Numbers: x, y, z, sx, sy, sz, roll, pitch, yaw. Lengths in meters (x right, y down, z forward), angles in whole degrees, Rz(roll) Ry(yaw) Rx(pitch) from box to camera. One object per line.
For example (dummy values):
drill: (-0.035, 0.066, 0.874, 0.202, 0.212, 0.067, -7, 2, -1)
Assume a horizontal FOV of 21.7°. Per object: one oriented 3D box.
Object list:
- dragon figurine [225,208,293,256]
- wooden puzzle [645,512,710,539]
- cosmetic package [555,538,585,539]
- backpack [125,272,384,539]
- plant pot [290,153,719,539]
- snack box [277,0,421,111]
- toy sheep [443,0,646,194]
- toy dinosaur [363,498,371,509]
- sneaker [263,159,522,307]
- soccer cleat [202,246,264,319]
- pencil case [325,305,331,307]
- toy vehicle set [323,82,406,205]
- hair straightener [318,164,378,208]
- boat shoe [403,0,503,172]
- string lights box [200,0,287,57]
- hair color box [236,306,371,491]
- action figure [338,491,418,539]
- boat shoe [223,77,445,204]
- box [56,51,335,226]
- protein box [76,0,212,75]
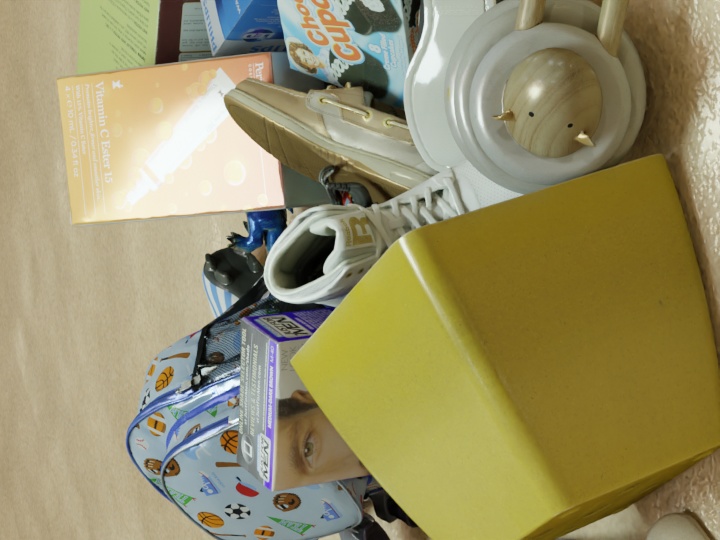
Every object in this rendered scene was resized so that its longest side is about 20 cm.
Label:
dragon figurine: (-0.075, -0.067, 1.612, 0.099, 0.059, 0.200, -32, 86, 27)
wooden puzzle: (0.199, 0.281, 1.155, 0.185, 0.046, 0.200, 57, 143, 45)
cosmetic package: (0.084, 0.223, 1.278, 0.200, 0.101, 0.074, 155, 107, -77)
backpack: (-0.077, 0.123, 1.429, 0.190, 0.200, 0.154, -19, 32, 34)
plant pot: (0.106, 0.070, 1.157, 0.177, 0.200, 0.200, 65, 149, 15)
snack box: (-0.009, -0.209, 1.356, 0.116, 0.037, 0.200, 23, 148, 25)
toy sheep: (0.115, -0.112, 1.167, 0.200, 0.137, 0.138, -50, -43, -83)
toy dinosaur: (0.012, 0.284, 1.554, 0.182, 0.105, 0.200, 65, -177, 18)
sneaker: (0.029, -0.025, 1.282, 0.200, 0.115, 0.074, -29, 76, 25)
soccer cleat: (-0.083, 0.054, 1.687, 0.200, 0.070, 0.087, -127, 21, -48)
pencil case: (-0.083, 0.071, 1.559, 0.200, 0.087, 0.078, -50, 1, 7)
toy vehicle set: (0.004, -0.091, 1.506, 0.200, 0.026, 0.124, 63, 147, 37)
hair straightener: (0.000, 0.000, 1.414, 0.077, 0.041, 0.200, 24, 147, 46)
boat shoe: (0.070, -0.169, 1.317, 0.060, 0.074, 0.201, -46, -45, -63)
string lights box: (-0.046, -0.240, 1.494, 0.200, 0.102, 0.059, -43, 57, 58)
hair color box: (0.015, 0.081, 1.317, 0.065, 0.199, 0.110, 31, 123, 58)
action figure: (-0.032, 0.170, 1.543, 0.200, 0.130, 0.069, 21, 146, 46)
boat shoe: (-0.007, -0.102, 1.401, 0.200, 0.069, 0.074, 27, 162, 18)
box: (-0.133, -0.106, 1.526, 0.199, 0.097, 0.125, -4, 93, 24)
protein box: (-0.161, -0.195, 1.705, 0.199, 0.135, 0.201, 43, 132, 53)
